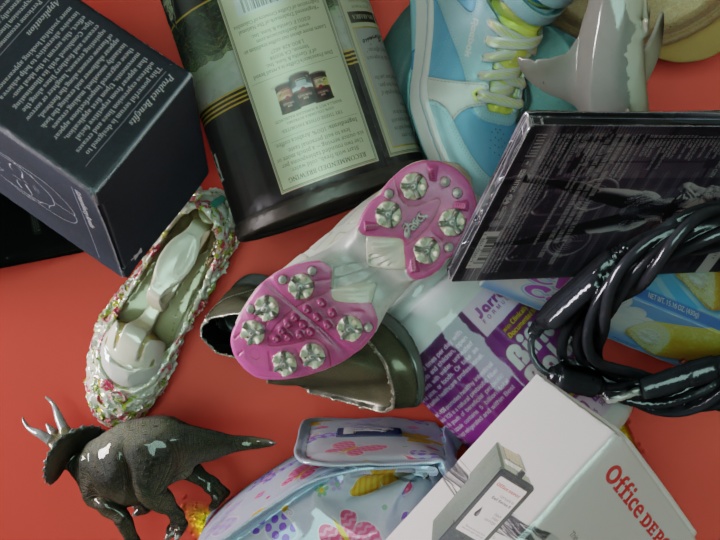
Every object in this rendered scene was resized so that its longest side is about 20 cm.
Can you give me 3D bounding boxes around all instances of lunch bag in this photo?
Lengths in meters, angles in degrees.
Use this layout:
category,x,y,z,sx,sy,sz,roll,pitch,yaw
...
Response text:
category,x,y,z,sx,sy,sz,roll,pitch,yaw
lunch bag,-0.019,0.175,1.012,0.199,0.170,0.128,-34,93,6

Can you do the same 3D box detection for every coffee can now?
category,x,y,z,sx,sy,sz,roll,pitch,yaw
coffee can,-0.050,-0.139,1.023,0.145,0.146,0.202,-19,88,5

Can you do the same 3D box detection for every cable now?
category,x,y,z,sx,sy,sz,roll,pitch,yaw
cable,0.212,0.032,0.911,0.162,0.051,0.200,28,131,-19

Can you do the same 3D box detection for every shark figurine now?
category,x,y,z,sx,sy,sz,roll,pitch,yaw
shark figurine,0.143,-0.151,0.899,0.088,0.128,0.217,4,113,20

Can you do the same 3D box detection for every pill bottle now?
category,x,y,z,sx,sy,sz,roll,pitch,yaw
pill bottle,0.089,0.061,1.029,0.200,0.112,0.112,44,94,3

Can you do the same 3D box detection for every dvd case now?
category,x,y,z,sx,sy,sz,roll,pitch,yaw
dvd case,0.165,-0.044,0.880,0.197,0.149,0.016,-2,55,-19

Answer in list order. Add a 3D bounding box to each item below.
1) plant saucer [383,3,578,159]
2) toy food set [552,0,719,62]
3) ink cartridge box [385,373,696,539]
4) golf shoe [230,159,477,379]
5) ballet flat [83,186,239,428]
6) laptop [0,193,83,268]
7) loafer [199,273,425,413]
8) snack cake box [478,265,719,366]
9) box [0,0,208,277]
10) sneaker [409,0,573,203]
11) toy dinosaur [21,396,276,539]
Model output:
category,x,y,z,sx,sy,sz,roll,pitch,yaw
plant saucer,0.103,-0.127,1.064,0.197,0.036,0.203,0,90,5
toy food set,0.196,-0.255,1.011,0.197,0.049,0.201,15,107,9
ink cartridge box,0.100,0.190,0.911,0.200,0.084,0.146,-46,131,-6
golf shoe,0.000,0.000,0.955,0.199,0.092,0.076,-37,95,17
ballet flat,-0.155,0.027,1.076,0.075,0.064,0.202,26,93,3
laptop,-0.335,-0.084,1.118,0.198,0.116,0.190,-12,90,-24
loafer,-0.038,0.060,1.017,0.199,0.069,0.076,15,125,42
snack cake box,0.191,-0.014,0.998,0.198,0.067,0.116,21,62,-9
box,-0.216,-0.113,0.991,0.199,0.149,0.107,34,72,11
sneaker,0.098,-0.152,0.970,0.130,0.079,0.203,-17,76,46
toy dinosaur,-0.158,0.144,1.046,0.198,0.077,0.103,-12,122,31
